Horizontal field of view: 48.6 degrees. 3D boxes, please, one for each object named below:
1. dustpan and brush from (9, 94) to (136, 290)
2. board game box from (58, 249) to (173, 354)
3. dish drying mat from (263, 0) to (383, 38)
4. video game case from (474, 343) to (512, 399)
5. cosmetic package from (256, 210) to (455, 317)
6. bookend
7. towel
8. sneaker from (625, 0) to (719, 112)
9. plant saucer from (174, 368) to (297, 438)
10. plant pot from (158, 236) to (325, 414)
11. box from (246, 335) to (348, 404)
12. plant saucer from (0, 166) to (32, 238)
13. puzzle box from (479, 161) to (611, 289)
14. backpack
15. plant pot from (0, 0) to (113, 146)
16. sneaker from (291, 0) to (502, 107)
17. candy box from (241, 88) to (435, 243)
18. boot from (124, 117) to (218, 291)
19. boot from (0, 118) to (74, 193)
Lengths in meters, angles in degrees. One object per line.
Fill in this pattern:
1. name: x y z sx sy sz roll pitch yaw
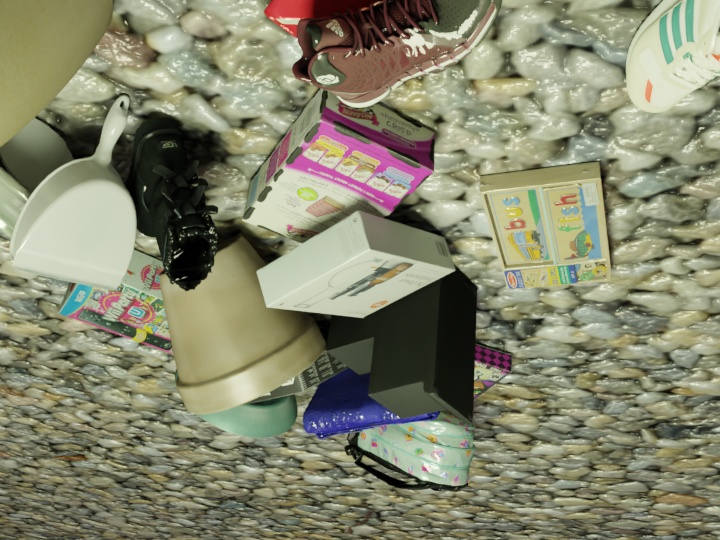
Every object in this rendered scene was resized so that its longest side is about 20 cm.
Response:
1. dustpan and brush: -0.281 -0.088 0.848 0.057 0.201 0.139 34 -171 35
2. board game box: -0.309 0.044 1.141 0.199 0.065 0.147 25 142 -22
3. dish drying mat: 0.003 -0.260 0.680 0.077 0.018 0.200 31 139 -29
4. video game case: 0.105 0.153 1.242 0.199 0.036 0.181 18 145 -15
5. cosmetic package: 0.000 0.000 0.939 0.150 0.052 0.200 -27 160 29
6. bookend: 0.044 0.108 1.045 0.198 0.201 0.092 -20 137 33
7. towel: 0.028 0.174 1.126 0.199 0.148 0.050 -12 114 26
8. sneaker: 0.285 -0.189 0.661 0.070 0.094 0.200 14 145 -10
9. plant saucer: -0.182 0.173 1.216 0.199 0.200 0.036 20 114 -17
10. plant pot: -0.167 0.058 1.019 0.199 0.200 0.174 -17 102 31
11. box: -0.096 0.139 1.147 0.160 0.044 0.200 -16 -178 30
12. plant saucer: -0.405 -0.076 0.907 0.200 0.050 0.200 37 166 11
13. puzzle box: 0.222 -0.046 0.941 0.132 0.026 0.200 -5 144 19
14. backpack: 0.093 0.281 1.302 0.166 0.127 0.200 4 -173 -38
15. plant pot: -0.332 -0.191 0.684 0.186 0.201 0.188 5 146 3
16. sneaker: 0.018 -0.202 0.676 0.115 0.076 0.200 0 159 -46
17. candy box: -0.028 -0.102 0.875 0.136 0.061 0.200 22 143 -23
18. boot: -0.209 -0.052 0.888 0.073 0.163 0.199 -11 151 -24
19. boot: -0.359 -0.094 0.944 0.095 0.074 0.200 2 135 54
